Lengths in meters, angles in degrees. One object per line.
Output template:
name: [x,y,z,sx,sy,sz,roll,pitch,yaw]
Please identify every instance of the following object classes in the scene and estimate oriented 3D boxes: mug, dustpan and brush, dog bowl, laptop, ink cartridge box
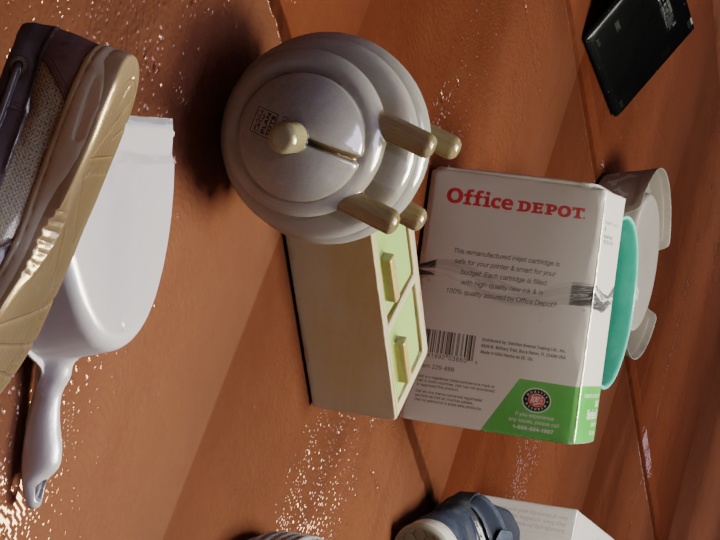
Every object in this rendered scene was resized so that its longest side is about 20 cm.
mug: [0.168,0.006,1.923,0.152,0.114,0.186,-44,138,-60]
dustpan and brush: [-0.146,0.022,1.124,0.139,0.057,0.201,-6,96,-69]
dog bowl: [0.273,-0.011,2.311,0.200,0.058,0.201,8,90,-71]
laptop: [0.267,-0.295,2.251,0.200,0.116,0.187,-49,155,-5]
ink cartridge box: [0.121,0.027,1.743,0.084,0.145,0.201,9,89,-71]

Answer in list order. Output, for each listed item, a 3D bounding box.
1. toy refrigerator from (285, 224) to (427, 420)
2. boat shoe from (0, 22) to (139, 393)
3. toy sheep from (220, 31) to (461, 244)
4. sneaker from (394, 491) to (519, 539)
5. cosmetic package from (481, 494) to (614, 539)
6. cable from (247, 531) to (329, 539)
toy refrigerator: [0.000,0.000,1.497,0.076,0.070,0.201,-62,153,-46]
boat shoe: [-0.167,-0.018,1.011,0.201,0.065,0.072,-64,171,6]
toy sheep: [-0.018,-0.077,1.313,0.200,0.137,0.139,9,89,-80]
sneaker: [0.081,0.283,1.839,0.146,0.077,0.203,-31,125,-63]
cosmetic package: [0.168,0.260,2.050,0.200,0.101,0.074,46,53,-68]
cable: [-0.056,0.271,1.450,0.200,0.069,0.201,-32,129,-67]
